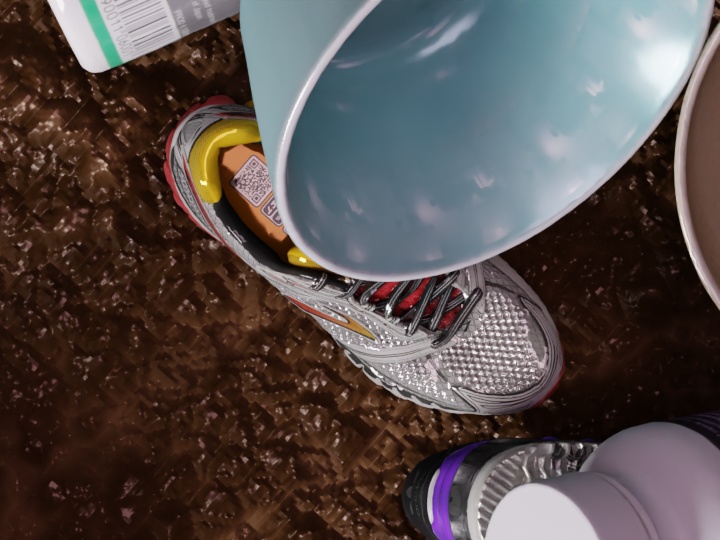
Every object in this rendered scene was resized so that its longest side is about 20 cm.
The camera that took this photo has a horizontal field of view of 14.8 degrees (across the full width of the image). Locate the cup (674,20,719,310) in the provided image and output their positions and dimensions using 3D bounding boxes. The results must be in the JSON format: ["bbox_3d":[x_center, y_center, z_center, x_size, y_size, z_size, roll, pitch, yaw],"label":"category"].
[{"bbox_3d":[0.225,-0.056,1.169,0.199,0.143,0.202,0,102,1],"label":"cup"}]

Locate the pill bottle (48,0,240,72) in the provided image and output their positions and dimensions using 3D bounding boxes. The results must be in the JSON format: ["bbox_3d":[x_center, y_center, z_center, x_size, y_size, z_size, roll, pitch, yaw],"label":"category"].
[{"bbox_3d":[-0.047,-0.171,1.165,0.199,0.113,0.114,-24,95,-3],"label":"pill bottle"}]

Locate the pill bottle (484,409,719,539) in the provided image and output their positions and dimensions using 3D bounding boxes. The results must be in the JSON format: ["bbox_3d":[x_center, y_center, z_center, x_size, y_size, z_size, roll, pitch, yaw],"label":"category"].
[{"bbox_3d":[0.151,0.111,1.115,0.199,0.111,0.112,-7,95,-35],"label":"pill bottle"}]

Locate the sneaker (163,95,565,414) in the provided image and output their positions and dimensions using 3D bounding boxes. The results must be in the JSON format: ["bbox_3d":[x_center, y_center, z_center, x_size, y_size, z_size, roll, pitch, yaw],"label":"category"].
[{"bbox_3d":[0.000,0.000,1.194,0.199,0.082,0.078,32,91,-6],"label":"sneaker"}]

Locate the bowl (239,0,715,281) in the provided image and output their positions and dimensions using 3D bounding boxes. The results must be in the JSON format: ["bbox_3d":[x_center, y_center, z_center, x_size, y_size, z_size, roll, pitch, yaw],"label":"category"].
[{"bbox_3d":[0.031,-0.103,1.109,0.200,0.201,0.105,-36,58,-1],"label":"bowl"}]

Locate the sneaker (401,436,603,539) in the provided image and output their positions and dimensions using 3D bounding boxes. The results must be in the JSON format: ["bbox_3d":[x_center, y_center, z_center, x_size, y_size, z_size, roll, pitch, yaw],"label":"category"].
[{"bbox_3d":[0.103,0.103,1.213,0.199,0.099,0.070,12,83,-35],"label":"sneaker"}]
